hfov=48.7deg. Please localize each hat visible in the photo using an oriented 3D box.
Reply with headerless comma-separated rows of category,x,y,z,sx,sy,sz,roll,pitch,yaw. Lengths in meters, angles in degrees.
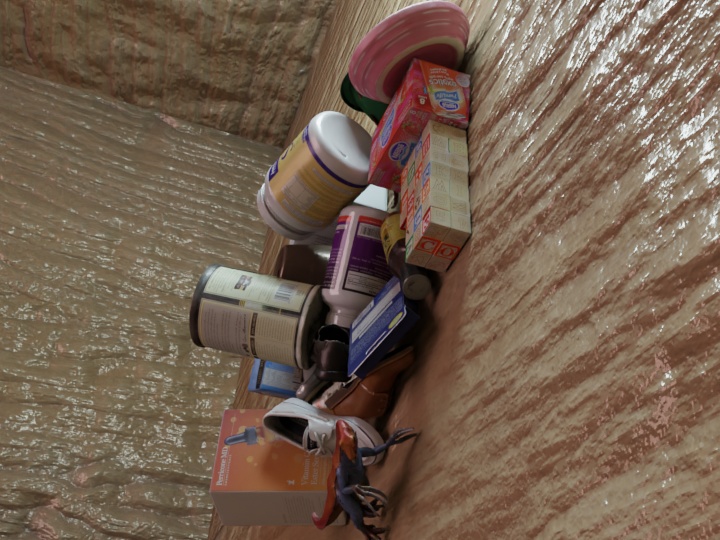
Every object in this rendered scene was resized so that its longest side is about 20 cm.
hat,0.067,-0.243,1.351,0.200,0.165,0.177,30,-137,-59

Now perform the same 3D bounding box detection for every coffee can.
coffee can,-0.170,0.078,1.357,0.146,0.199,0.147,11,-90,-77

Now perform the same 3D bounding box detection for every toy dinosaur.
toy dinosaur,-0.020,0.268,1.011,0.182,0.199,0.105,62,-160,-25

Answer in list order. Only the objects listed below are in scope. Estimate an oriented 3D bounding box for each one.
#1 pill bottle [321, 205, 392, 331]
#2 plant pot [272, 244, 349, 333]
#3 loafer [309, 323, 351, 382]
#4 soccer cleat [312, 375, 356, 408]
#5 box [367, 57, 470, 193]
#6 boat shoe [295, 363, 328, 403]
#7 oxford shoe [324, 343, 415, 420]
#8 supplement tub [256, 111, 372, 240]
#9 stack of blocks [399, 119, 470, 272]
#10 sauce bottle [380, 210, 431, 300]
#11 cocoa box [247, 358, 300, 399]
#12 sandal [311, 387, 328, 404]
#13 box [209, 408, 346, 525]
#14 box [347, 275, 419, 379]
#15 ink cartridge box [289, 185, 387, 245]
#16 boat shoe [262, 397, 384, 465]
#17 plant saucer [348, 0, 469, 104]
pill bottle,0.000,0.000,1.326,0.112,0.112,0.201,163,121,-76
plant pot,-0.073,0.029,1.478,0.200,0.174,0.201,-166,90,-77
loafer,-0.038,0.118,1.255,0.200,0.073,0.072,-129,45,-78
soccer cleat,-0.037,0.218,1.322,0.070,0.077,0.200,-88,18,-46
box,0.087,-0.214,1.225,0.200,0.095,0.100,124,156,-56
boat shoe,-0.082,0.178,1.418,0.075,0.068,0.200,-47,-1,17
oxford shoe,0.027,0.170,1.157,0.071,0.071,0.200,-26,-15,-45
supplement tub,-0.074,-0.157,1.363,0.200,0.145,0.146,-42,31,36
stack of blocks,0.101,-0.097,1.111,0.115,0.058,0.201,118,162,-48
sauce bottle,0.068,-0.024,1.163,0.200,0.066,0.066,-99,26,-64
cocoa box,-0.161,0.213,1.746,0.200,0.133,0.132,148,135,-72
sandal,-0.083,0.258,1.589,0.201,0.045,0.075,-64,15,-14
box,-0.121,0.309,1.257,0.107,0.199,0.153,85,-175,-45
box,0.031,0.079,1.132,0.121,0.032,0.200,-48,10,13
ink cartridge box,-0.049,-0.091,1.565,0.084,0.145,0.200,-88,18,-45
boat shoe,-0.059,0.246,1.171,0.199,0.065,0.074,9,107,36
plant saucer,0.081,-0.321,1.214,0.051,0.200,0.201,64,151,20
